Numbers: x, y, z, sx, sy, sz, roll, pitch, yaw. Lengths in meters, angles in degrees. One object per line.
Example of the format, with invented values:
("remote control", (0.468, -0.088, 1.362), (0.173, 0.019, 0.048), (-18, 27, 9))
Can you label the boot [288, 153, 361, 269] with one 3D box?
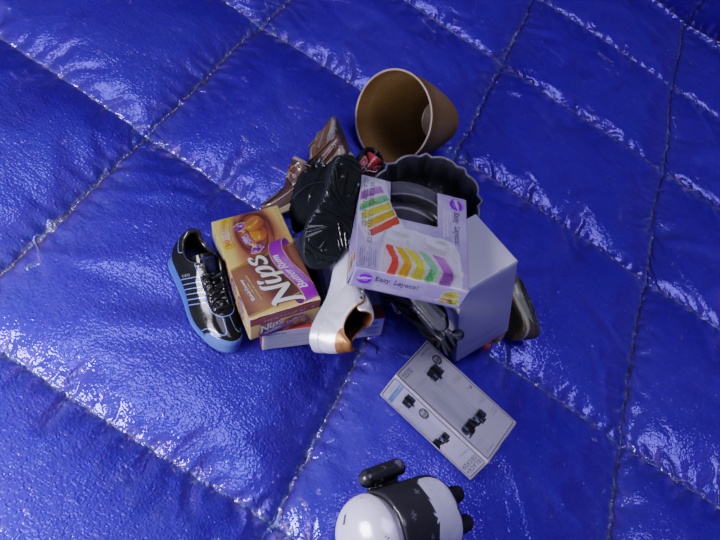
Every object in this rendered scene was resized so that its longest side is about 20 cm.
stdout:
("boot", (-0.071, -0.090, 1.431), (0.073, 0.162, 0.201), (22, 75, -24))

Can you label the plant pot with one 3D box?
("plant pot", (0.119, -0.315, 1.858), (0.187, 0.187, 0.199), (52, 31, 19))

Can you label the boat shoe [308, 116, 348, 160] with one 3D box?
("boat shoe", (-0.067, -0.240, 1.726), (0.201, 0.071, 0.077), (-84, 152, -65))

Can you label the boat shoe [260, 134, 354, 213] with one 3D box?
("boat shoe", (-0.103, -0.170, 1.586), (0.199, 0.072, 0.073), (-36, 110, -11))

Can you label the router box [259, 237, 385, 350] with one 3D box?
("router box", (-0.077, 0.029, 1.448), (0.196, 0.049, 0.181), (-7, 53, -12))

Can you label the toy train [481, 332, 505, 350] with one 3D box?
("toy train", (0.201, 0.066, 1.641), (0.148, 0.056, 0.202), (6, 54, 8))

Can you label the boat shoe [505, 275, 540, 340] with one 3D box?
("boat shoe", (0.283, 0.048, 1.698), (0.065, 0.072, 0.203), (15, 43, -36))

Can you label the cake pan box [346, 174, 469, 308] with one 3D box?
("cake pan box", (0.076, -0.048, 1.383), (0.181, 0.053, 0.202), (15, 50, -11))

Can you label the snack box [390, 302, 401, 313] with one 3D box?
("snack box", (0.130, 0.000, 1.603), (0.198, 0.024, 0.073), (-29, 103, -26))

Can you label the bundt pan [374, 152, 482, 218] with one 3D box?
("bundt pan", (0.112, -0.107, 1.585), (0.198, 0.076, 0.205), (1, 57, -2))

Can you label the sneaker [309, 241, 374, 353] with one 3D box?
("sneaker", (-0.005, 0.041, 1.360), (0.083, 0.073, 0.202), (4, 58, 27))

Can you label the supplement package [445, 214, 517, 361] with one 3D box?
("supplement package", (0.177, 0.032, 1.507), (0.119, 0.201, 0.122), (-27, 56, -16))

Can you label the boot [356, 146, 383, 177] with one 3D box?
("boot", (-0.017, -0.134, 1.610), (0.072, 0.144, 0.202), (30, 43, -13))

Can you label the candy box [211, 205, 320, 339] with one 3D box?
("candy box", (-0.150, 0.000, 1.395), (0.115, 0.057, 0.202), (-15, 54, -17))

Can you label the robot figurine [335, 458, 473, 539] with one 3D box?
("robot figurine", (0.059, 0.353, 1.229), (0.198, 0.127, 0.150), (-7, 32, -36))

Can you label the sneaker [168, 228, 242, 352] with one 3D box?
("sneaker", (-0.233, 0.028, 1.372), (0.069, 0.078, 0.201), (-15, 60, -40))

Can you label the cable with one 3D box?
("cable", (0.091, 0.052, 1.477), (0.051, 0.163, 0.200), (-43, 80, -8))

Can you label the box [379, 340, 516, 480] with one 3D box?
("box", (0.142, 0.223, 1.446), (0.199, 0.060, 0.117), (41, 42, 8))
